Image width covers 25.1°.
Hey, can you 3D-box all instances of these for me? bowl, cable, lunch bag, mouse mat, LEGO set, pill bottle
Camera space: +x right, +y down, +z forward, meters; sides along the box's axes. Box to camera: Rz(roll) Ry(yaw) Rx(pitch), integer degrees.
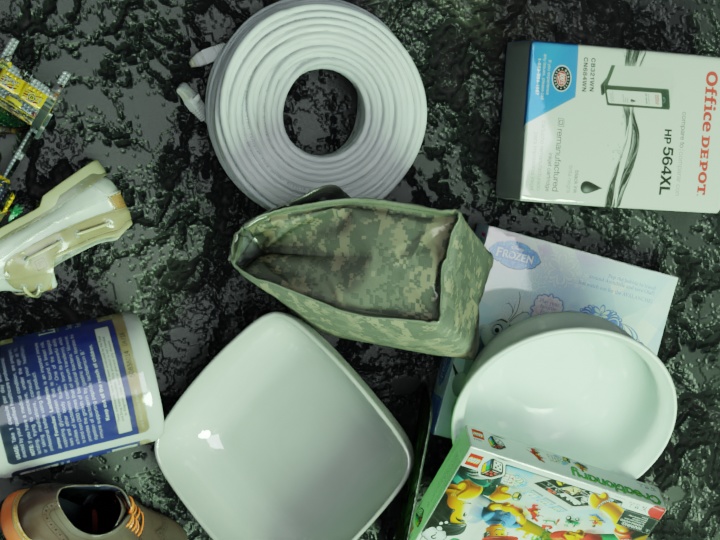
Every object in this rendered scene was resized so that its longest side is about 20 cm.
[{"bbox_3d":[0.175,0.109,1.443,0.198,0.091,0.203,-2,123,-4],"label":"bowl"},{"bbox_3d":[-0.038,-0.144,1.441,0.199,0.069,0.201,-34,101,-8],"label":"cable"},{"bbox_3d":[0.000,0.000,1.383,0.198,0.164,0.119,7,79,17],"label":"lunch bag"},{"bbox_3d":[0.045,0.188,1.428,0.007,0.200,0.163,11,92,-1],"label":"mouse mat"},{"bbox_3d":[-0.335,-0.140,1.330,0.199,0.116,0.154,39,61,-8],"label":"LEGO set"},{"bbox_3d":[-0.061,0.156,1.423,0.200,0.075,0.200,47,107,11],"label":"bowl"},{"bbox_3d":[-0.276,0.112,1.387,0.198,0.116,0.117,-13,98,-12],"label":"pill bottle"}]

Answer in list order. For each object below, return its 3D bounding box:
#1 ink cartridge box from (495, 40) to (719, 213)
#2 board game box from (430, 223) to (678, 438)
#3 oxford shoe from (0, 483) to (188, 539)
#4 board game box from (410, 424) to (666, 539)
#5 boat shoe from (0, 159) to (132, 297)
[{"bbox_3d":[0.234,-0.133,1.498,0.198,0.084,0.148,2,95,-12],"label":"ink cartridge box"},{"bbox_3d":[0.180,0.077,1.526,0.198,0.043,0.201,15,94,-14],"label":"board game box"},{"bbox_3d":[-0.212,0.224,1.394,0.199,0.072,0.072,20,54,-49],"label":"oxford shoe"},{"bbox_3d":[0.155,0.221,1.439,0.198,0.035,0.127,19,119,-16],"label":"board game box"},{"bbox_3d":[-0.287,-0.010,1.394,0.199,0.075,0.069,-38,96,-8],"label":"boat shoe"}]
